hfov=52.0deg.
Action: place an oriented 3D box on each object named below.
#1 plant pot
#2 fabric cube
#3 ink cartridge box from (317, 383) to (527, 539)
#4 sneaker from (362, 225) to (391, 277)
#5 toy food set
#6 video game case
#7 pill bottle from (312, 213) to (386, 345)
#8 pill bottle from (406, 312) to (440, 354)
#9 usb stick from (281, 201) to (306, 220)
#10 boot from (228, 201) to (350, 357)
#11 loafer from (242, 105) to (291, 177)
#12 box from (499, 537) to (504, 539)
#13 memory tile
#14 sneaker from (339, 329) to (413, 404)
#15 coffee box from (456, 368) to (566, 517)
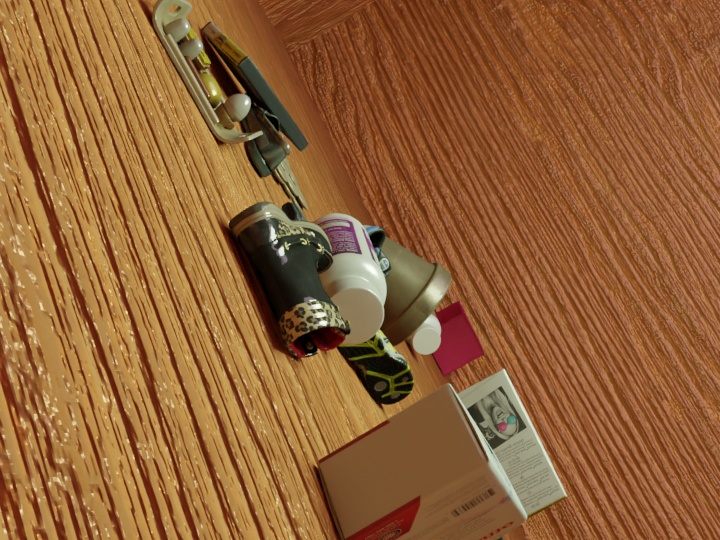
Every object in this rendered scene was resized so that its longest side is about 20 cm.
[{"bbox_3d":[0.064,0.025,1.523,0.174,0.201,0.201,43,9,-8],"label":"plant pot"},{"bbox_3d":[0.372,0.276,3.021,0.200,0.196,0.200,61,7,-10],"label":"fabric cube"},{"bbox_3d":[0.066,0.213,0.706,0.084,0.143,0.201,62,4,37],"label":"ink cartridge box"},{"bbox_3d":[0.000,0.000,1.187,0.079,0.087,0.204,60,32,-46],"label":"sneaker"},{"bbox_3d":[-0.194,-0.264,0.980,0.204,0.059,0.144,62,6,-12],"label":"toy food set"},{"bbox_3d":[-0.180,-0.315,1.265,0.181,0.025,0.201,48,-3,44],"label":"video game case"},{"bbox_3d":[-0.024,0.012,1.006,0.114,0.110,0.201,59,7,-28],"label":"pill bottle"},{"bbox_3d":[0.175,0.158,2.165,0.114,0.110,0.201,59,6,-24],"label":"pill bottle"},{"bbox_3d":[-0.073,-0.037,1.182,0.201,0.032,0.056,55,10,-53],"label":"usb stick"},{"bbox_3d":[-0.061,0.018,0.818,0.153,0.072,0.200,63,9,19],"label":"boot"},{"bbox_3d":[-0.147,-0.215,1.179,0.073,0.062,0.202,58,7,-36],"label":"loafer"},{"bbox_3d":[0.334,0.676,1.595,0.145,0.035,0.201,62,7,-15],"label":"box"},{"bbox_3d":[-0.155,-0.211,1.332,0.203,0.016,0.154,65,6,27],"label":"memory tile"},{"bbox_3d":[0.023,0.122,1.107,0.202,0.074,0.077,60,5,-36],"label":"sneaker"},{"bbox_3d":[0.188,0.302,1.144,0.201,0.196,0.200,64,7,21],"label":"coffee box"}]
